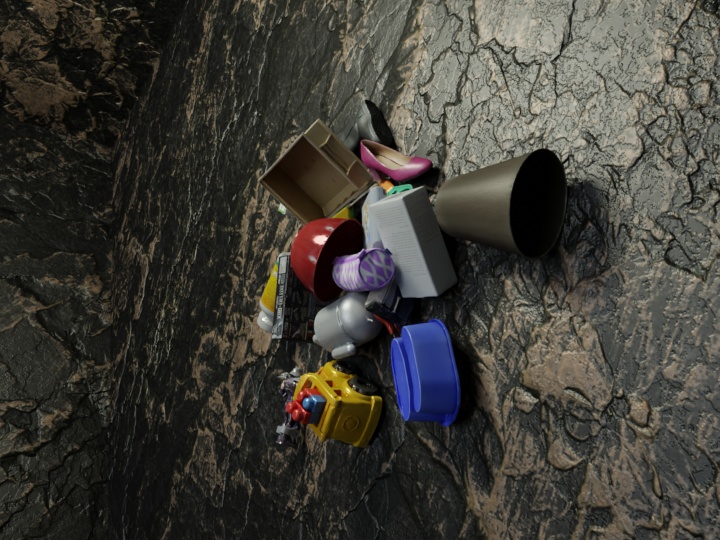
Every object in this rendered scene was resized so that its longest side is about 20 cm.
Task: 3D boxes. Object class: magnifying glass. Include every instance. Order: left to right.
[{"bbox_3d":[0.073,-0.167,1.302,0.080,0.022,0.200,-45,21,9],"label":"magnifying glass"}]

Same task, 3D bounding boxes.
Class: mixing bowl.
[{"bbox_3d":[-0.090,-0.041,1.370,0.108,0.200,0.202,24,101,24],"label":"mixing bowl"}]

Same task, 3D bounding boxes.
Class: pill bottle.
[{"bbox_3d":[-0.200,0.064,1.582,0.113,0.112,0.201,47,118,48],"label":"pill bottle"}]

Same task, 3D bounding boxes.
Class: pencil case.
[{"bbox_3d":[0.000,0.000,1.232,0.084,0.085,0.200,-58,13,-14],"label":"pencil case"}]

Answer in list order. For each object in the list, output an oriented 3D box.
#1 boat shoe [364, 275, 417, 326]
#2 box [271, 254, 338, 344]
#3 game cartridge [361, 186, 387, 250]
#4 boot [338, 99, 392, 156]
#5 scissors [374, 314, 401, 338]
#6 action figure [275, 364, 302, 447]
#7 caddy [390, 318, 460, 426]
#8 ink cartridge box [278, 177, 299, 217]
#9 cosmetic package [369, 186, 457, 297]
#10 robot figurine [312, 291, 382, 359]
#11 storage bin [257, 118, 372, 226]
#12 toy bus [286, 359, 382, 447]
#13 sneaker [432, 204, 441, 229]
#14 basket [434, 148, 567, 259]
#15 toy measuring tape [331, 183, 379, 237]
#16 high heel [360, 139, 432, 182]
[{"bbox_3d":[0.084,0.024,1.263,0.075,0.092,0.201,-35,26,56],"label":"boat shoe"},{"bbox_3d":[-0.129,0.073,1.449,0.050,0.157,0.202,-9,74,51],"label":"box"},{"bbox_3d":[0.030,-0.092,1.297,0.200,0.041,0.135,127,146,-80],"label":"game cartridge"},{"bbox_3d":[-0.013,-0.294,1.471,0.200,0.065,0.166,-46,40,32],"label":"boot"},{"bbox_3d":[0.069,0.134,1.243,0.014,0.072,0.202,-48,46,50],"label":"scissors"},{"bbox_3d":[-0.172,0.338,1.512,0.130,0.069,0.202,-6,72,59],"label":"action figure"},{"bbox_3d":[0.130,0.190,1.121,0.142,0.104,0.202,121,145,-59],"label":"caddy"},{"bbox_3d":[-0.137,-0.236,1.583,0.059,0.103,0.202,30,104,61],"label":"ink cartridge box"},{"bbox_3d":[0.104,-0.052,1.167,0.101,0.071,0.202,-5,109,51],"label":"cosmetic package"},{"bbox_3d":[-0.027,0.117,1.336,0.199,0.112,0.171,-32,44,44],"label":"robot figurine"},{"bbox_3d":[-0.107,-0.222,1.446,0.200,0.198,0.094,-35,17,40],"label":"storage bin"},{"bbox_3d":[-0.080,0.283,1.300,0.200,0.191,0.137,36,111,52],"label":"toy bus"},{"bbox_3d":[0.118,-0.129,1.251,0.199,0.074,0.088,-5,71,53],"label":"sneaker"},{"bbox_3d":[0.235,-0.112,1.045,0.199,0.135,0.182,5,81,57],"label":"basket"},{"bbox_3d":[-0.014,-0.127,1.437,0.199,0.073,0.074,-35,53,29],"label":"toy measuring tape"},{"bbox_3d":[0.072,-0.248,1.309,0.199,0.067,0.097,2,125,49],"label":"high heel"}]
